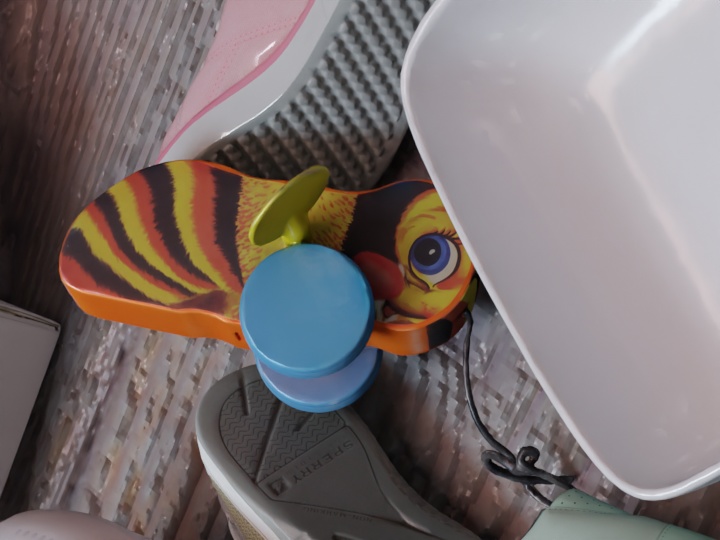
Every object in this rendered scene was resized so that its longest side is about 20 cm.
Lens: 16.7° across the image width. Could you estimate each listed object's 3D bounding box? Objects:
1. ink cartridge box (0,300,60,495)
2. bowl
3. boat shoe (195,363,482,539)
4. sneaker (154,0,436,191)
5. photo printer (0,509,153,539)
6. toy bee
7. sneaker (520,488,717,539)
[{"bbox_3d":[-0.247,0.055,1.059,0.200,0.084,0.145,19,89,28],"label":"ink cartridge box"},{"bbox_3d":[0.127,-0.050,0.785,0.200,0.075,0.200,-43,63,32],"label":"bowl"},{"bbox_3d":[0.006,0.122,0.896,0.202,0.074,0.065,48,155,27],"label":"boat shoe"},{"bbox_3d":[-0.020,-0.094,0.919,0.200,0.075,0.105,-49,41,41],"label":"sneaker"},{"bbox_3d":[-0.119,0.190,0.892,0.166,0.069,0.200,27,87,54],"label":"photo printer"},{"bbox_3d":[0.000,0.000,0.888,0.109,0.200,0.131,-66,11,-15],"label":"toy bee"},{"bbox_3d":[0.062,0.172,0.812,0.118,0.074,0.201,26,85,27],"label":"sneaker"}]
